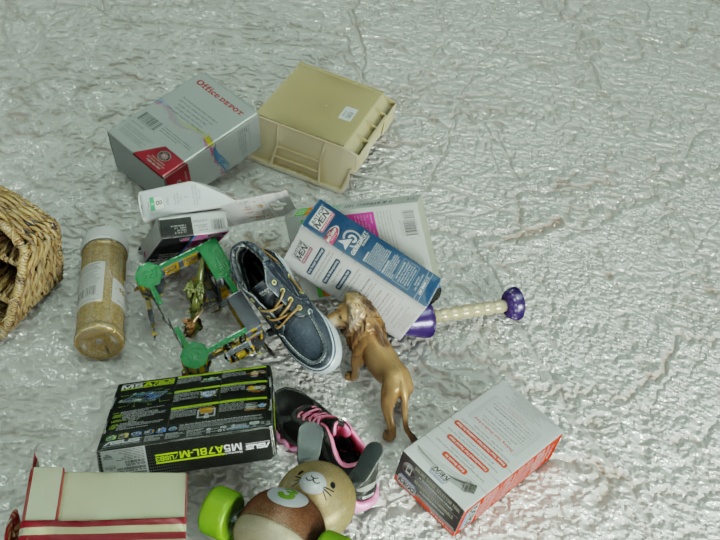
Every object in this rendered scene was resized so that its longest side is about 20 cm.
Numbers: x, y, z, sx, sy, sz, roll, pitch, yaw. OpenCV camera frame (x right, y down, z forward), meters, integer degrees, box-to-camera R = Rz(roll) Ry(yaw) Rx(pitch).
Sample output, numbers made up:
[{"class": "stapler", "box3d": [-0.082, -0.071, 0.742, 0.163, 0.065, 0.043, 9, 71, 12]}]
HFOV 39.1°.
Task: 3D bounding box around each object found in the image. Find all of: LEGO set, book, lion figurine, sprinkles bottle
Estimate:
[{"class": "LEGO set", "box3d": [-0.213, 0.062, 1.386, 0.153, 0.116, 0.200, -36, 72, -18]}, {"class": "book", "box3d": [0.002, -0.032, 1.440, 0.199, 0.134, 0.048, -4, 26, 21]}, {"class": "lion figurine", "box3d": [0.028, 0.126, 1.341, 0.072, 0.123, 0.200, -21, 52, -31]}, {"class": "sprinkles bottle", "box3d": [-0.356, 0.028, 1.397, 0.068, 0.069, 0.201, 1, 44, -12]}]

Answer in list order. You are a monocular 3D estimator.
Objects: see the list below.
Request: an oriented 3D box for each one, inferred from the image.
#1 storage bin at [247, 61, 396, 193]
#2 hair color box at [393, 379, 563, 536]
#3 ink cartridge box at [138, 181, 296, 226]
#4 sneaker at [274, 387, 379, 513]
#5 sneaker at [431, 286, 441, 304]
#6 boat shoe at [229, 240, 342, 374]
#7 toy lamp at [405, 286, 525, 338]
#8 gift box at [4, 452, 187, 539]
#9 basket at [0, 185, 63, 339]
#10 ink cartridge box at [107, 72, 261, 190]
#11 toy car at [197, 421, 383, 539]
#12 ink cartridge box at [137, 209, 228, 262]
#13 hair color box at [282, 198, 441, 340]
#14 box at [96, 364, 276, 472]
[{"class": "storage bin", "box3d": [-0.065, -0.248, 1.747, 0.198, 0.094, 0.200, 22, 43, 9]}, {"class": "hair color box", "box3d": [0.152, 0.235, 1.297, 0.199, 0.064, 0.111, -27, 56, -37]}, {"class": "ink cartridge box", "box3d": [-0.197, -0.096, 1.433, 0.199, 0.161, 0.050, -13, 82, 1]}, {"class": "sneaker", "box3d": [-0.042, 0.203, 1.263, 0.079, 0.096, 0.200, -26, 53, -32]}, {"class": "sneaker", "box3d": [0.038, -0.016, 1.530, 0.199, 0.079, 0.089, 29, 47, 18]}, {"class": "boat shoe", "box3d": [-0.104, 0.049, 1.324, 0.071, 0.091, 0.201, -41, 65, 9]}, {"class": "toy lamp", "box3d": [0.145, 0.063, 1.487, 0.199, 0.058, 0.058, -8, 46, -21]}, {"class": "gift box", "box3d": [-0.272, 0.299, 1.033, 0.185, 0.201, 0.185, 1, 38, -10]}, {"class": "basket", "box3d": [-0.521, -0.026, 1.361, 0.199, 0.143, 0.149, 22, 42, 11]}, {"class": "ink cartridge box", "box3d": [-0.279, -0.211, 1.634, 0.146, 0.083, 0.200, 38, 60, 26]}, {"class": "toy car", "box3d": [-0.056, 0.257, 1.137, 0.163, 0.158, 0.200, 17, 51, 19]}, {"class": "ink cartridge box", "box3d": [-0.255, -0.043, 1.439, 0.094, 0.200, 0.037, -9, 84, -22]}, {"class": "hair color box", "box3d": [0.000, 0.000, 1.383, 0.199, 0.100, 0.061, 33, 52, -1]}, {"class": "box", "box3d": [-0.200, 0.177, 1.206, 0.199, 0.048, 0.193, -8, 14, -4]}]
